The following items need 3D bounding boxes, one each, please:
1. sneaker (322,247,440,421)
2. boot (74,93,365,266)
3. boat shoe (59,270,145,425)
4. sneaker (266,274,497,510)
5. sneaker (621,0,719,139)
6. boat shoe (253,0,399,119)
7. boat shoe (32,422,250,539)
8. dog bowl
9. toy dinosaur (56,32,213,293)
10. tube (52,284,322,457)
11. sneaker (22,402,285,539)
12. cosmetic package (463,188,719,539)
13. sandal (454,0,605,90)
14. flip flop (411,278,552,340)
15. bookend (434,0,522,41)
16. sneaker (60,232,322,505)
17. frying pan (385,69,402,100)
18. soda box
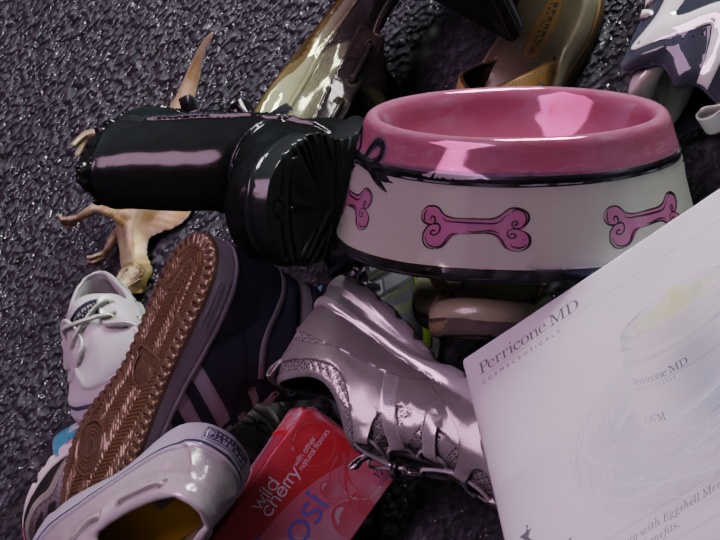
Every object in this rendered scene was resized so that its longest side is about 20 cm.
[{"bbox_3d":[0.000,0.000,1.529,0.074,0.081,0.201,-17,57,32],"label":"sneaker"},{"bbox_3d":[-0.084,-0.054,1.444,0.162,0.198,0.074,4,106,19],"label":"boot"},{"bbox_3d":[-0.165,0.049,1.621,0.073,0.067,0.200,-32,13,-4],"label":"boat shoe"},{"bbox_3d":[0.032,0.091,1.404,0.082,0.075,0.200,-45,58,-9],"label":"sneaker"},{"bbox_3d":[0.179,-0.143,1.463,0.130,0.080,0.199,-43,48,-1],"label":"sneaker"},{"bbox_3d":[-0.015,-0.116,1.614,0.201,0.066,0.072,-56,0,-41],"label":"boat shoe"},{"bbox_3d":[-0.139,0.168,1.428,0.202,0.075,0.086,-38,16,37],"label":"boat shoe"},{"bbox_3d":[0.085,-0.051,1.379,0.200,0.200,0.074,18,113,51],"label":"dog bowl"},{"bbox_3d":[-0.151,-0.068,1.786,0.101,0.058,0.201,8,75,33],"label":"toy dinosaur"},{"bbox_3d":[-0.107,0.077,1.619,0.200,0.050,0.078,-33,27,22],"label":"tube"},{"bbox_3d":[-0.132,0.141,1.573,0.200,0.074,0.088,-28,38,22],"label":"sneaker"},{"bbox_3d":[0.175,0.090,1.254,0.199,0.123,0.200,-35,40,22],"label":"cosmetic package"},{"bbox_3d":[0.090,-0.108,1.543,0.080,0.054,0.200,5,63,37],"label":"sandal"},{"bbox_3d":[0.067,0.005,1.413,0.081,0.200,0.058,-3,94,3],"label":"flip flop"},{"bbox_3d":[0.102,-0.258,1.567,0.200,0.092,0.199,-37,33,-11],"label":"bookend"},{"bbox_3d":[-0.093,0.081,1.504,0.070,0.108,0.200,44,110,50],"label":"sneaker"},{"bbox_3d":[0.013,-0.097,1.642,0.189,0.031,0.115,-16,52,21],"label":"frying pan"},{"bbox_3d":[-0.064,0.176,1.445,0.200,0.070,0.063,-55,4,-12],"label":"soda box"}]
